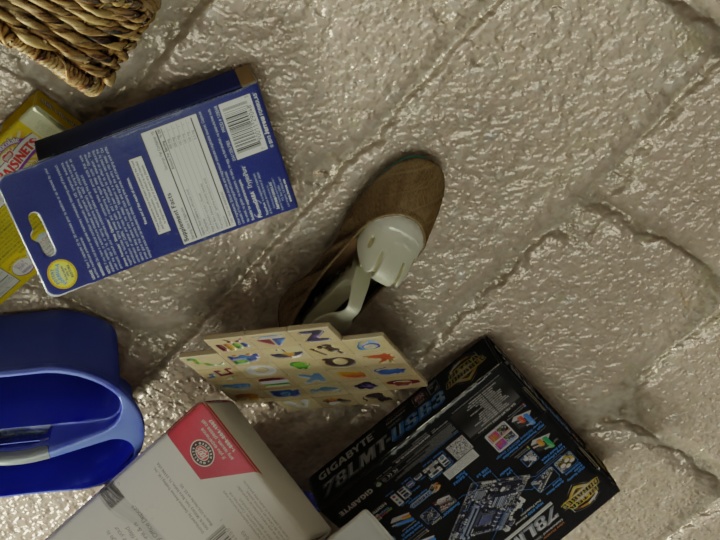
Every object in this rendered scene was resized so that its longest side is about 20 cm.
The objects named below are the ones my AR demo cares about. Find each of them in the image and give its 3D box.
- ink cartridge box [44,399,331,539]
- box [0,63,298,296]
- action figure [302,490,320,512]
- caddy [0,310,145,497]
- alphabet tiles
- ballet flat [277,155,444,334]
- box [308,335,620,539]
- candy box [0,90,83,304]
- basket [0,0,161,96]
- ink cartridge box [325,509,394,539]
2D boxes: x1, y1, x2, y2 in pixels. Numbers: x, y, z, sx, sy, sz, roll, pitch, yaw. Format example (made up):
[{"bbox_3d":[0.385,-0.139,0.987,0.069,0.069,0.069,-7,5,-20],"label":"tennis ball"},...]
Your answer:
[{"bbox_3d":[-0.147,0.223,1.389,0.200,0.085,0.146,-41,79,8],"label":"ink cartridge box"},{"bbox_3d":[-0.156,-0.064,1.246,0.199,0.032,0.122,-21,131,-5],"label":"box"},{"bbox_3d":[-0.080,0.227,1.485,0.198,0.100,0.065,8,157,-5],"label":"action figure"},{"bbox_3d":[-0.272,0.117,1.377,0.198,0.105,0.142,-6,130,4],"label":"caddy"},{"bbox_3d":[-0.043,0.079,1.352,0.165,0.006,0.200,-7,158,15],"label":"alphabet tiles"},{"bbox_3d":[0.000,0.000,1.309,0.068,0.073,0.200,30,123,-23],"label":"ballet flat"},{"bbox_3d":[0.091,0.185,1.453,0.200,0.050,0.199,-40,124,7],"label":"box"},{"bbox_3d":[-0.269,-0.044,1.292,0.200,0.026,0.102,-37,120,26],"label":"candy box"},{"bbox_3d":[-0.241,-0.185,1.093,0.199,0.143,0.149,30,123,-25],"label":"basket"},{"bbox_3d":[-0.038,0.278,1.354,0.083,0.145,0.200,49,162,6],"label":"ink cartridge box"}]
